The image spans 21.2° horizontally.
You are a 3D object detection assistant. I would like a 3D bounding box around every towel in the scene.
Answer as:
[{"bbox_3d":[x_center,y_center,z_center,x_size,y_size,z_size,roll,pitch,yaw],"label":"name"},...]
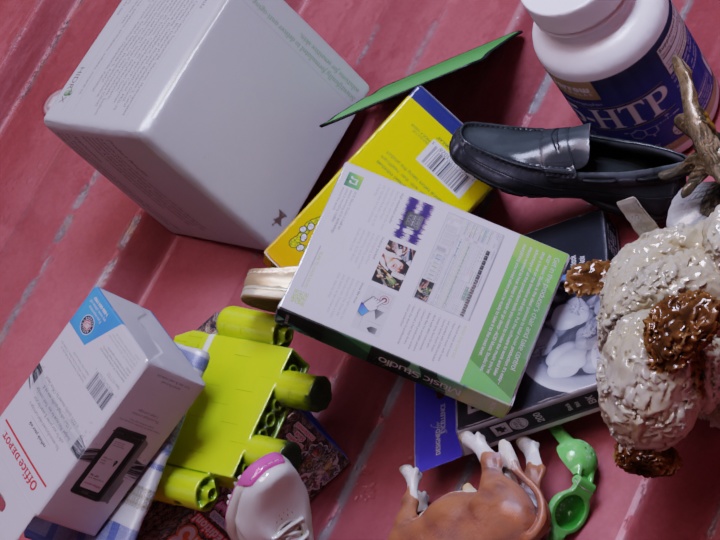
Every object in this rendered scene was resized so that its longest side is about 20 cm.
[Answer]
[{"bbox_3d":[-0.202,0.145,1.599,0.147,0.024,0.200,11,78,47],"label":"towel"}]

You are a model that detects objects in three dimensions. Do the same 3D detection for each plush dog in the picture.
[{"bbox_3d":[0.219,0.054,1.403,0.160,0.200,0.172,9,37,10],"label":"plush dog"}]

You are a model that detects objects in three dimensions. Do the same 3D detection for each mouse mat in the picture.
[{"bbox_3d":[0.058,-0.177,1.763,0.161,0.008,0.200,-21,9,22],"label":"mouse mat"}]

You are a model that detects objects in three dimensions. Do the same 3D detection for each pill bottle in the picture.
[{"bbox_3d":[0.214,-0.190,1.622,0.120,0.200,0.120,-18,50,23],"label":"pill bottle"}]

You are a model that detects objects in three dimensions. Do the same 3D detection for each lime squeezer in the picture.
[{"bbox_3d":[0.151,0.174,1.514,0.071,0.038,0.200,-10,54,28],"label":"lime squeezer"}]

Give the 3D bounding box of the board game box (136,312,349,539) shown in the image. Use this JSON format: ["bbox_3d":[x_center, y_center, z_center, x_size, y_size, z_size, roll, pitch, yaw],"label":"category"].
[{"bbox_3d":[-0.140,0.166,1.673,0.200,0.097,0.159,-43,45,-1],"label":"board game box"}]

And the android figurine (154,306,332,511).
[{"bbox_3d":[-0.122,0.114,1.605,0.200,0.041,0.182,11,65,37],"label":"android figurine"}]

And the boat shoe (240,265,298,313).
[{"bbox_3d":[0.000,0.000,1.594,0.200,0.074,0.069,-1,80,-8],"label":"boat shoe"}]

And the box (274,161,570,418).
[{"bbox_3d":[0.050,0.015,1.534,0.200,0.036,0.144,23,65,4],"label":"box"}]

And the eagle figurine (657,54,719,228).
[{"bbox_3d":[0.342,-0.082,1.476,0.151,0.200,0.152,-170,86,-67],"label":"eagle figurine"}]

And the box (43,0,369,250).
[{"bbox_3d":[-0.144,-0.157,1.827,0.171,0.199,0.200,12,66,49],"label":"box"}]

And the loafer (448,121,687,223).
[{"bbox_3d":[0.175,-0.095,1.604,0.200,0.070,0.068,13,42,-3],"label":"loafer"}]

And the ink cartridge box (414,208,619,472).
[{"bbox_3d":[0.124,0.056,1.597,0.200,0.043,0.198,-22,40,21],"label":"ink cartridge box"}]

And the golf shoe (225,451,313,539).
[{"bbox_3d":[-0.054,0.229,1.519,0.075,0.200,0.092,-31,47,-28],"label":"golf shoe"}]

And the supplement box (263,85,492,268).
[{"bbox_3d":[0.020,-0.048,1.684,0.110,0.109,0.200,42,85,1],"label":"supplement box"}]

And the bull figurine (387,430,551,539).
[{"bbox_3d":[0.066,0.204,1.521,0.200,0.065,0.121,-26,44,27],"label":"bull figurine"}]

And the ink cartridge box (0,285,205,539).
[{"bbox_3d":[-0.227,0.130,1.563,0.200,0.068,0.116,-53,43,10],"label":"ink cartridge box"}]
